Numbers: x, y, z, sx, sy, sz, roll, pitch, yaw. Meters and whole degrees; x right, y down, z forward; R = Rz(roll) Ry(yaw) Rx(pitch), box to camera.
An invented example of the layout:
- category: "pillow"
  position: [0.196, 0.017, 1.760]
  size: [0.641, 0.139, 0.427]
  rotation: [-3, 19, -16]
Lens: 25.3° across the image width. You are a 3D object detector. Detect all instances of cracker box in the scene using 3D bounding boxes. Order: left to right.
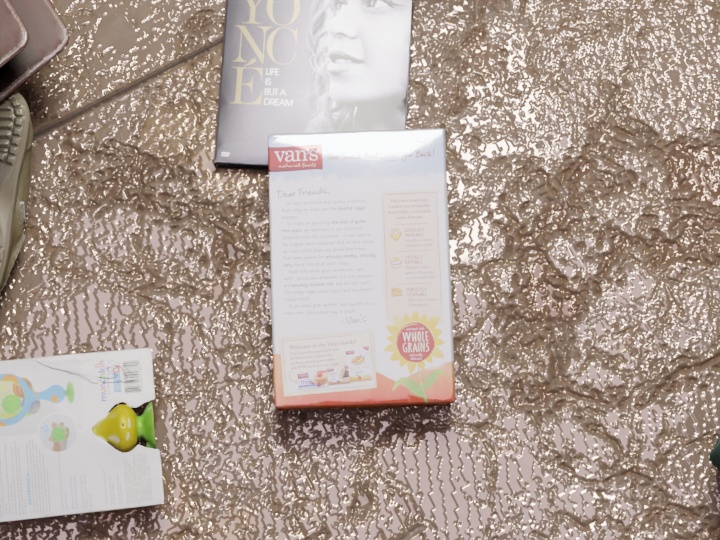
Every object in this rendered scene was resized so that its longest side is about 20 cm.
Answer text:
- category: "cracker box"
  position: [0.000, 0.000, 1.184]
  size: [0.132, 0.058, 0.203]
  rotation: [-1, 84, -1]

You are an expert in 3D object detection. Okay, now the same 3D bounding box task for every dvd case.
- category: "dvd case"
  position: [-0.034, -0.175, 1.248]
  size: [0.146, 0.016, 0.203]
  rotation: [3, 78, 1]

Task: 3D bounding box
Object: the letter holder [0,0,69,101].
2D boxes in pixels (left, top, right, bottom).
- category: "letter holder"
  position: [-0.316, -0.212, 1.133]
  size: [0.142, 0.101, 0.200]
  rotation: [-40, 79, -12]

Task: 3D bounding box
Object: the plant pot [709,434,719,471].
- category: "plant pot"
  position: [0.361, 0.121, 1.108]
  size: [0.195, 0.200, 0.201]
  rotation: [33, 80, 14]

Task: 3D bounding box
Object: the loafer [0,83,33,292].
- category: "loafer"
  position: [-0.282, -0.037, 1.194]
  size: [0.075, 0.068, 0.202]
  rotation: [18, 92, 6]

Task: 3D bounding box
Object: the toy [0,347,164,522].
- category: "toy"
  position: [-0.245, 0.125, 1.169]
  size: [0.197, 0.047, 0.117]
  rotation: [-6, 75, -5]
